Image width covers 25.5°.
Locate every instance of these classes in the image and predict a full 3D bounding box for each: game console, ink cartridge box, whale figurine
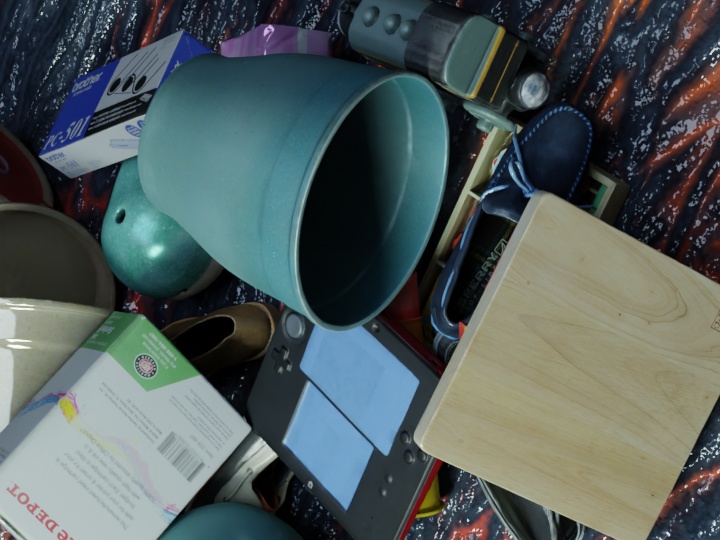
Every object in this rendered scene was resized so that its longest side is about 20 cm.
[{"bbox_3d":[-0.009,0.110,1.283,0.200,0.031,0.178,43,119,34],"label":"game console"},{"bbox_3d":[-0.217,-0.150,1.467,0.199,0.044,0.095,-13,50,51],"label":"ink cartridge box"},{"bbox_3d":[-0.191,-0.073,1.472,0.158,0.103,0.202,-28,64,33],"label":"whale figurine"},{"bbox_3d":[-0.215,0.156,1.340,0.200,0.145,0.087,-49,21,-19],"label":"ink cartridge box"}]

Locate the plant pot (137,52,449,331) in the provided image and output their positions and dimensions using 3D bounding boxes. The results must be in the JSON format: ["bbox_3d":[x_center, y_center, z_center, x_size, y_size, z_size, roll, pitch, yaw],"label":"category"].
[{"bbox_3d":[-0.062,-0.078,1.228,0.187,0.199,0.202,21,100,29],"label":"plant pot"}]

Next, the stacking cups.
[{"bbox_3d":[0.038,0.098,1.304,0.060,0.060,0.202,3,98,36],"label":"stacking cups"}]

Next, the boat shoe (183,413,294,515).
[{"bbox_3d":[-0.093,0.187,1.411,0.062,0.071,0.201,39,106,28],"label":"boat shoe"}]

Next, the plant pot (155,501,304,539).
[{"bbox_3d":[-0.107,0.295,1.342,0.201,0.200,0.162,-50,41,23],"label":"plant pot"}]

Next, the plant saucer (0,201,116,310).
[{"bbox_3d":[-0.336,0.022,1.540,0.201,0.199,0.030,-60,25,17],"label":"plant saucer"}]

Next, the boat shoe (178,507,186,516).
[{"bbox_3d":[-0.224,0.216,1.509,0.200,0.072,0.073,45,118,40],"label":"boat shoe"}]

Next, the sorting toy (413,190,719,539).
[{"bbox_3d":[0.157,0.069,1.164,0.200,0.199,0.070,-63,20,2],"label":"sorting toy"}]

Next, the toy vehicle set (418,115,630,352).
[{"bbox_3d":[0.122,-0.008,1.286,0.124,0.026,0.201,33,107,33],"label":"toy vehicle set"}]

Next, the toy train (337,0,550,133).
[{"bbox_3d":[0.063,-0.176,1.263,0.200,0.113,0.086,32,96,50],"label":"toy train"}]

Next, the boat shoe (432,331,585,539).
[{"bbox_3d":[0.114,0.129,1.231,0.072,0.071,0.201,-33,84,22],"label":"boat shoe"}]

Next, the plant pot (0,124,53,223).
[{"bbox_3d":[-0.418,-0.055,1.598,0.177,0.200,0.201,-39,66,17],"label":"plant pot"}]

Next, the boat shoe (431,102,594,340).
[{"bbox_3d":[0.123,-0.033,1.204,0.084,0.069,0.201,25,91,3],"label":"boat shoe"}]

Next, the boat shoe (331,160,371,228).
[{"bbox_3d":[0.000,0.000,1.351,0.068,0.075,0.202,17,108,4],"label":"boat shoe"}]

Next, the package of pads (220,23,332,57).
[{"bbox_3d":[-0.077,-0.107,1.388,0.120,0.075,0.202,-5,83,63],"label":"package of pads"}]

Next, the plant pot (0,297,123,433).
[{"bbox_3d":[-0.298,0.133,1.436,0.199,0.200,0.185,-6,76,36],"label":"plant pot"}]

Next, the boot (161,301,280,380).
[{"bbox_3d":[-0.167,0.076,1.466,0.199,0.075,0.074,-26,75,34],"label":"boot"}]
